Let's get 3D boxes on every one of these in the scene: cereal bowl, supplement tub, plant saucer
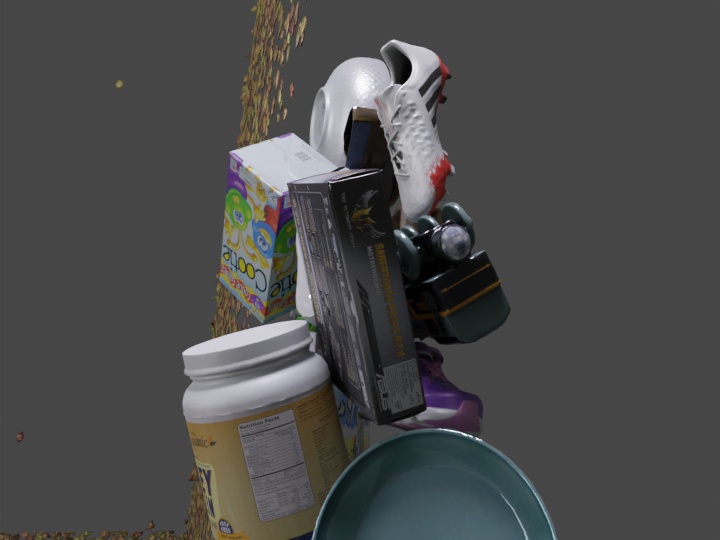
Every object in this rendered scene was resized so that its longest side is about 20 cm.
[{"bbox_3d":[-0.024,-0.210,1.031,0.200,0.082,0.204,-175,90,-74],"label":"cereal bowl"},{"bbox_3d":[-0.086,0.160,0.670,0.144,0.142,0.203,176,81,-73],"label":"supplement tub"},{"bbox_3d":[0.056,0.226,0.540,0.036,0.197,0.203,43,-140,-58],"label":"plant saucer"}]

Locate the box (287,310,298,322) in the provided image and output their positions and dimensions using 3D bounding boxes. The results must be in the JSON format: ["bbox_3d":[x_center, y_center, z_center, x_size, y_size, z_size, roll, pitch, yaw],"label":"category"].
[{"bbox_3d":[-0.106,0.152,1.170,0.160,0.043,0.203,-178,108,-73],"label":"box"}]

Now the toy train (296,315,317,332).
[{"bbox_3d":[-0.038,0.037,0.908,0.042,0.056,0.201,-37,-22,-49],"label":"toy train"}]

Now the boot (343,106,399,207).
[{"bbox_3d":[0.010,-0.137,0.868,0.200,0.095,0.076,124,147,-57],"label":"boot"}]

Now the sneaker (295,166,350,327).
[{"bbox_3d":[0.000,0.000,0.804,0.080,0.146,0.203,-20,51,34],"label":"sneaker"}]

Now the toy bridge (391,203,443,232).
[{"bbox_3d":[0.058,-0.044,0.799,0.200,0.027,0.068,153,121,-69],"label":"toy bridge"}]

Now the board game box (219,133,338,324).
[{"bbox_3d":[-0.105,-0.052,0.903,0.105,0.102,0.202,39,135,29],"label":"board game box"}]

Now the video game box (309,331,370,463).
[{"bbox_3d":[-0.037,0.180,0.845,0.182,0.046,0.204,21,-111,-64],"label":"video game box"}]

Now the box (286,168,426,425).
[{"bbox_3d":[-0.008,0.015,0.628,0.158,0.048,0.203,-161,58,-72],"label":"box"}]

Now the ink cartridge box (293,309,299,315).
[{"bbox_3d":[-0.079,-0.048,1.034,0.146,0.084,0.201,44,141,22],"label":"ink cartridge box"}]

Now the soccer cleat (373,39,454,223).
[{"bbox_3d":[0.049,-0.146,0.732,0.068,0.084,0.203,-22,56,51],"label":"soccer cleat"}]

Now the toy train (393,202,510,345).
[{"bbox_3d":[0.060,0.013,0.658,0.115,0.084,0.200,64,161,-1],"label":"toy train"}]

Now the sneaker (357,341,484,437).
[{"bbox_3d":[0.057,0.112,0.686,0.200,0.079,0.090,161,127,-70],"label":"sneaker"}]
